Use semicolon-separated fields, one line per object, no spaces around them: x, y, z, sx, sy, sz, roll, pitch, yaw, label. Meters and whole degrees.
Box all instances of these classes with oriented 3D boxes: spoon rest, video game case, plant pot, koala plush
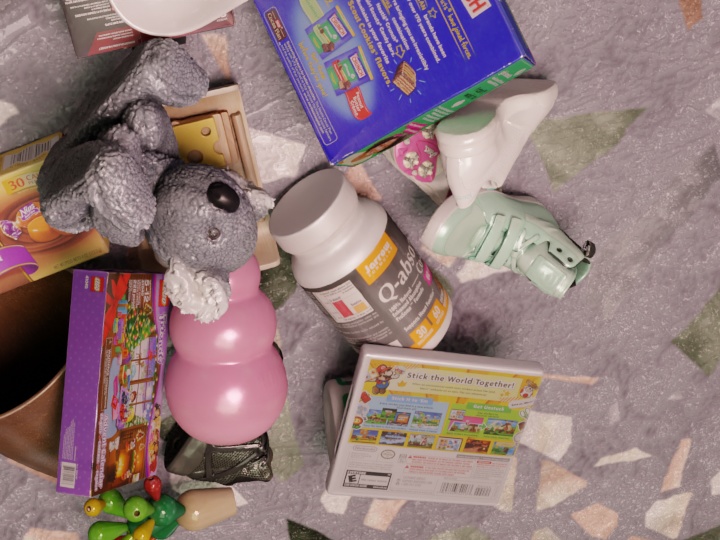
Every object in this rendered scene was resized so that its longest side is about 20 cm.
-0.116;-0.254;1.006;0.197;0.061;0.101;-13;121;-7;spoon rest
0.076;0.166;1.268;0.197;0.023;0.184;7;119;-15;video game case
-0.304;0.129;1.222;0.185;0.188;0.201;-26;134;4;plant pot
-0.171;-0.066;1.079;0.199;0.180;0.183;34;146;-27;koala plush

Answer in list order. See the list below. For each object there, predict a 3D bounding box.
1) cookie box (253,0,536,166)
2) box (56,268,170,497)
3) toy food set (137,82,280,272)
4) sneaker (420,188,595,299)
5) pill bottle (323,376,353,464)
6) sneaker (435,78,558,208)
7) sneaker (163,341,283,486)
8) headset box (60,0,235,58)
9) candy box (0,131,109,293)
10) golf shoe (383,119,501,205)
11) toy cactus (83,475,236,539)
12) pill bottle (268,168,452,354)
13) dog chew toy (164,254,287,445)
0.031;-0.214;1.076;0.198;0.075;0.173;-27;87;18;cookie box
-0.229;0.100;1.135;0.038;0.137;0.204;5;91;16;box
-0.167;-0.079;1.185;0.141;0.061;0.203;-13;122;-4;toy food set
0.155;-0.023;1.203;0.199;0.118;0.074;-4;131;-46;sneaker
0.062;0.168;1.346;0.196;0.114;0.115;-5;121;-8;pill bottle
0.131;-0.125;1.161;0.074;0.200;0.090;10;121;33;sneaker
-0.123;0.162;1.327;0.113;0.077;0.200;25;114;-27;sneaker
-0.197;-0.286;1.049;0.146;0.078;0.203;-13;122;-4;headset box
-0.358;-0.042;1.169;0.197;0.057;0.118;-21;122;-1;candy box
0.076;-0.114;1.216;0.076;0.091;0.200;-51;140;0;golf shoe
-0.221;0.266;1.331;0.162;0.104;0.201;-10;150;-15;toy cactus
0.000;0.000;1.234;0.116;0.117;0.201;-34;121;9;pill bottle
-0.134;0.065;1.184;0.122;0.125;0.204;-3;106;-10;dog chew toy
